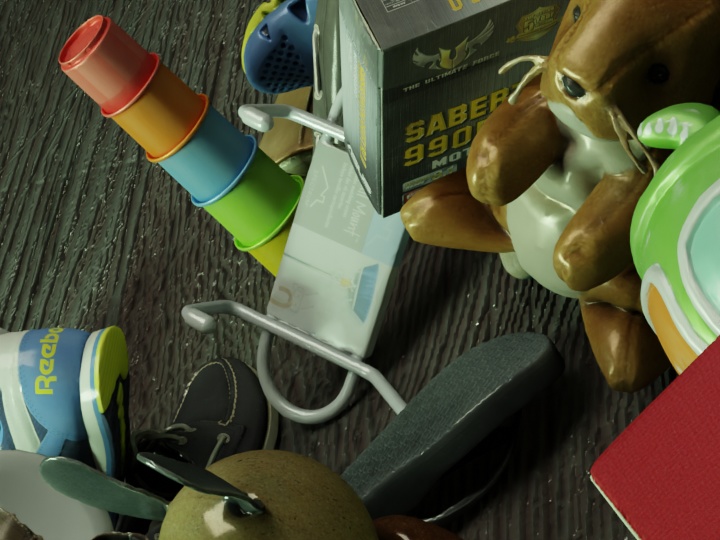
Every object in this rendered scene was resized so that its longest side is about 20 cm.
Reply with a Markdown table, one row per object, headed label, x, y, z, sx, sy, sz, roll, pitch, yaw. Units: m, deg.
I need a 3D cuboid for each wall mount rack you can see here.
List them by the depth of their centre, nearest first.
| label | x | y | z | sx | sy | sz | roll | pitch | yaw |
| --- | --- | --- | --- | --- | --- | --- | --- | --- | --- |
| wall mount rack | 0.000 | 0.000 | 1.147 | 0.173 | 0.074 | 0.201 | 24 | 105 | 27 |

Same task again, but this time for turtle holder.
| label | x | y | z | sx | sy | sz | roll | pitch | yaw |
| --- | --- | --- | --- | --- | --- | --- | --- | --- | --- |
| turtle holder | 0.199 | 0.000 | 0.837 | 0.184 | 0.141 | 0.132 | -6 | 49 | -2 |

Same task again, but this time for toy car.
| label | x | y | z | sx | sy | sz | roll | pitch | yaw |
| --- | --- | --- | --- | --- | --- | --- | --- | --- | --- |
| toy car | -0.039 | 0.139 | 0.908 | 0.164 | 0.200 | 0.158 | -11 | 43 | 53 |

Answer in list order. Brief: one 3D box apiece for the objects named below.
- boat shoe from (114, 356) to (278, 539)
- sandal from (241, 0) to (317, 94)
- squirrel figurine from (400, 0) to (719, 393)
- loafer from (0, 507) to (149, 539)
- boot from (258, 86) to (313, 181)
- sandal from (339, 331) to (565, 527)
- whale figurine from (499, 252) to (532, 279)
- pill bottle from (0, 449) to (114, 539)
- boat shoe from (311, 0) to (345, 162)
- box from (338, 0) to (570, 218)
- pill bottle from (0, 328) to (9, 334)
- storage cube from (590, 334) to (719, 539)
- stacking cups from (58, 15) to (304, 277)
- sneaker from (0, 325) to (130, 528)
| label | x | y | z | sx | sy | sz | roll | pitch | yaw |
| --- | --- | --- | --- | --- | --- | --- | --- | --- | --- |
| boat shoe | -0.094 | 0.107 | 1.211 | 0.073 | 0.063 | 0.200 | -33 | 28 | 29 |
| sandal | 0.024 | -0.140 | 1.315 | 0.199 | 0.079 | 0.087 | -17 | 65 | 14 |
| squirrel figurine | 0.132 | -0.079 | 0.965 | 0.200 | 0.187 | 0.142 | -32 | 59 | -25 |
| loafer | -0.098 | 0.156 | 0.990 | 0.073 | 0.200 | 0.071 | 20 | 86 | 45 |
| boot | 0.013 | -0.139 | 1.409 | 0.175 | 0.066 | 0.201 | -35 | 29 | 40 |
| sandal | 0.024 | 0.103 | 1.058 | 0.200 | 0.043 | 0.076 | -44 | 14 | 14 |
| whale figurine | 0.086 | -0.085 | 1.185 | 0.159 | 0.103 | 0.200 | -55 | 41 | 31 |
| pill bottle | -0.191 | 0.175 | 1.162 | 0.107 | 0.106 | 0.200 | -62 | 1 | -29 |
| boat shoe | -0.006 | -0.116 | 1.265 | 0.057 | 0.201 | 0.067 | 12 | 19 | 40 |
| box | 0.089 | -0.114 | 1.032 | 0.199 | 0.159 | 0.048 | -23 | 67 | -10 |
| pill bottle | -0.261 | 0.130 | 1.389 | 0.112 | 0.112 | 0.200 | -31 | 30 | 32 |
| storage cube | 0.205 | 0.078 | 0.636 | 0.180 | 0.171 | 0.200 | -45 | 25 | 6 |
| stacking cups | -0.096 | -0.067 | 1.304 | 0.060 | 0.200 | 0.061 | -38 | 27 | 24 |
| sneaker | -0.169 | 0.100 | 1.221 | 0.201 | 0.082 | 0.074 | 95 | 178 | -46 |
